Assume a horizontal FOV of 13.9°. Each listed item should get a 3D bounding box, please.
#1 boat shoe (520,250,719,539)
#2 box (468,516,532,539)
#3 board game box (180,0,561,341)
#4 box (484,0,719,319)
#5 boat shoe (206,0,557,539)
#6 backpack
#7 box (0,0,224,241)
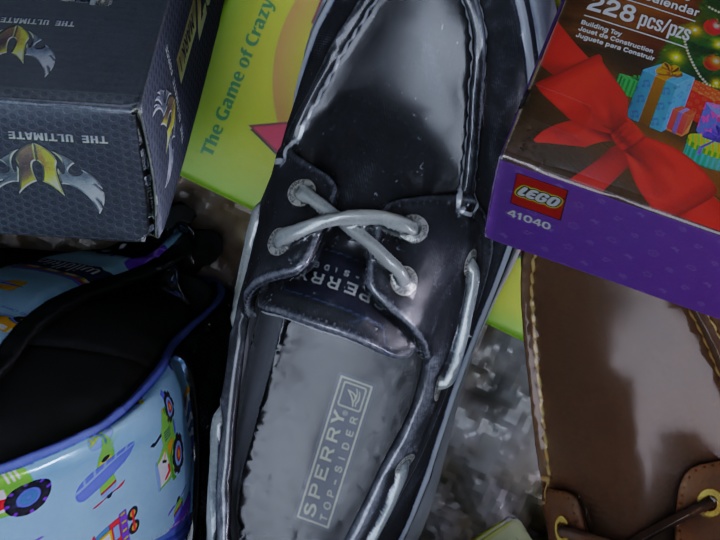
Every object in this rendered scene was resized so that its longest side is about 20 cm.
[{"bbox_3d":[0.084,0.072,0.760,0.072,0.068,0.201,-10,104,26],"label":"boat shoe"},{"bbox_3d":[0.009,0.202,0.820,0.176,0.097,0.201,-31,88,32],"label":"box"},{"bbox_3d":[0.057,-0.035,0.806,0.199,0.048,0.102,26,106,9],"label":"board game box"},{"bbox_3d":[0.146,-0.039,0.733,0.199,0.137,0.039,19,149,6],"label":"box"},{"bbox_3d":[0.000,0.000,0.766,0.071,0.068,0.201,19,105,11],"label":"boat shoe"},{"bbox_3d":[-0.127,0.066,0.791,0.182,0.200,0.135,-1,104,7],"label":"backpack"},{"bbox_3d":[-0.137,-0.084,0.779,0.199,0.158,0.051,3,135,7],"label":"box"}]
